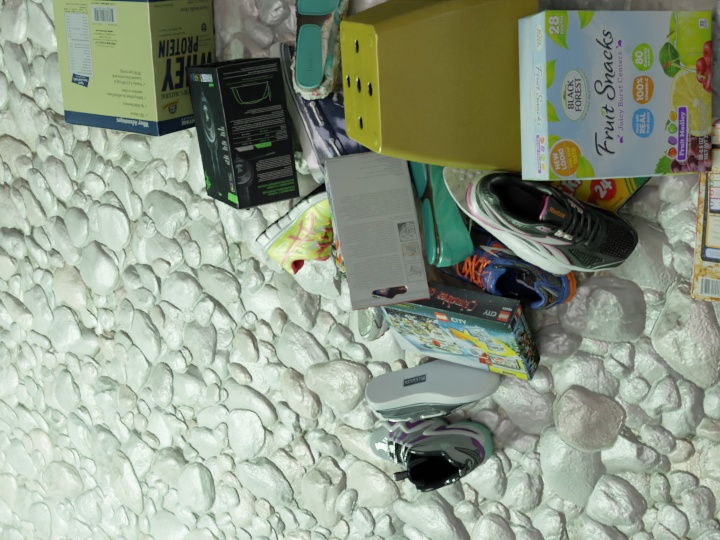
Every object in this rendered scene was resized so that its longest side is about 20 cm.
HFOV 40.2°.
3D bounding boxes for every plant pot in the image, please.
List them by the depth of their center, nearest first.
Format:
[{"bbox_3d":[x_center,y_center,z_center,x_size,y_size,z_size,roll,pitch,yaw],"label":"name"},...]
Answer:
[{"bbox_3d":[0.079,-0.218,1.115,0.200,0.174,0.203,-138,42,-66],"label":"plant pot"}]

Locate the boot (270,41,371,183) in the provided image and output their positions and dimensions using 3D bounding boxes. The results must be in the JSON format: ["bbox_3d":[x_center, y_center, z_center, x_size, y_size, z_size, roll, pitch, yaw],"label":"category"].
[{"bbox_3d":[-0.050,-0.227,1.334,0.089,0.073,0.202,-21,91,15],"label":"boot"}]

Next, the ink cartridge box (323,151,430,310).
[{"bbox_3d":[0.020,-0.050,1.269,0.050,0.107,0.203,113,148,-76],"label":"ink cartridge box"}]

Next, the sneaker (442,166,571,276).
[{"bbox_3d":[0.178,-0.064,1.197,0.076,0.081,0.200,-44,70,-9],"label":"sneaker"}]

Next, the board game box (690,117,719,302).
[{"bbox_3d":[0.442,-0.059,1.060,0.150,0.046,0.203,10,111,32],"label":"board game box"}]

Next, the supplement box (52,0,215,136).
[{"bbox_3d":[-0.328,-0.315,1.438,0.198,0.134,0.203,12,112,31],"label":"supplement box"}]

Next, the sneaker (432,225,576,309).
[{"bbox_3d":[0.171,-0.002,1.245,0.198,0.078,0.076,16,114,29],"label":"sneaker"}]

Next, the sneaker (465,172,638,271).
[{"bbox_3d":[0.214,-0.054,1.089,0.197,0.086,0.081,17,87,-1],"label":"sneaker"}]

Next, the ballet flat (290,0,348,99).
[{"bbox_3d":[-0.051,-0.318,1.283,0.075,0.064,0.203,10,85,15],"label":"ballet flat"}]

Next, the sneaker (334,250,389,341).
[{"bbox_3d":[0.000,0.000,1.350,0.078,0.081,0.203,18,116,57],"label":"sneaker"}]

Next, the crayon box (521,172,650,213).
[{"bbox_3d":[0.245,-0.153,1.159,0.200,0.051,0.127,48,126,11],"label":"crayon box"}]

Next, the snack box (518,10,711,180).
[{"bbox_3d":[0.268,-0.182,1.029,0.068,0.197,0.171,-162,68,-73],"label":"snack box"}]

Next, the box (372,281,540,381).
[{"bbox_3d":[0.125,0.073,1.283,0.198,0.038,0.137,12,149,30],"label":"box"}]

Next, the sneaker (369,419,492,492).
[{"bbox_3d":[0.071,0.259,1.364,0.198,0.139,0.079,-9,102,35],"label":"sneaker"}]

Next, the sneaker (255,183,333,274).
[{"bbox_3d":[-0.061,-0.062,1.392,0.091,0.078,0.199,52,133,-3],"label":"sneaker"}]

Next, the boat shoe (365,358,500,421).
[{"bbox_3d":[0.106,0.172,1.362,0.198,0.072,0.068,-15,133,23],"label":"boat shoe"}]

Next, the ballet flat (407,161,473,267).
[{"bbox_3d":[0.105,-0.099,1.256,0.067,0.069,0.203,117,146,-64],"label":"ballet flat"}]

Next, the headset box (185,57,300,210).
[{"bbox_3d":[-0.163,-0.185,1.352,0.174,0.092,0.203,-153,53,-64],"label":"headset box"}]
